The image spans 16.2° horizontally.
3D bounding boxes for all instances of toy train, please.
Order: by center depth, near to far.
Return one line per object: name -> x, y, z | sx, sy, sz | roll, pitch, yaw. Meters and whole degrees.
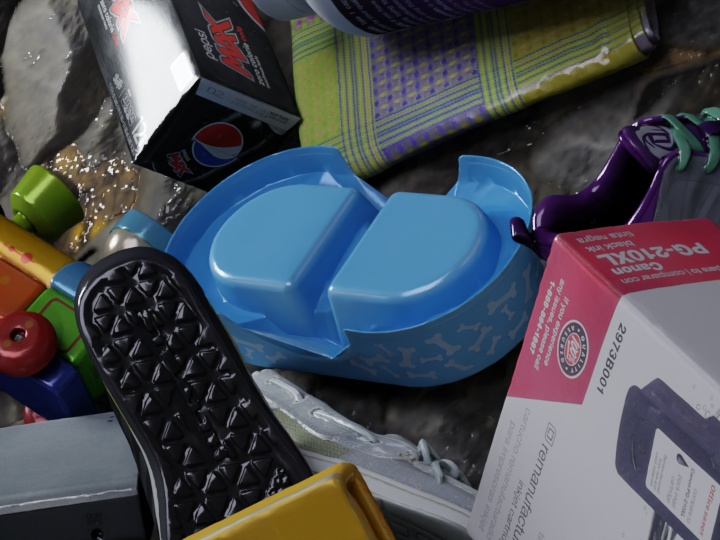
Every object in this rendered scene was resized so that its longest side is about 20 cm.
toy train -> -0.190, -0.009, 1.283 | 0.200, 0.085, 0.116 | 30, 67, 25

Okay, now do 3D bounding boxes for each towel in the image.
towel -> 0.055, -0.123, 1.252 | 0.200, 0.023, 0.144 | -24, 49, 22

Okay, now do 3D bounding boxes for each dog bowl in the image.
dog bowl -> 0.000, 0.000, 1.171 | 0.200, 0.050, 0.112 | 6, 50, 39

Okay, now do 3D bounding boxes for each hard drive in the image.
hard drive -> -0.192, 0.106, 1.159 | 0.199, 0.033, 0.140 | -9, 12, 1

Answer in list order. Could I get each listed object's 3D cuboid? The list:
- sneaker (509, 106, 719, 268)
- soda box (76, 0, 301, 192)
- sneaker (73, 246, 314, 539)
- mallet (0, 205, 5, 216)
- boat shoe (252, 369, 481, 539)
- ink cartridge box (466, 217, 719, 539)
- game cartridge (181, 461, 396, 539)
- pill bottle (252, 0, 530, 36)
sneaker -> 0.161, -0.047, 1.071 | 0.200, 0.088, 0.074 | -37, 45, 9
soda box -> -0.098, -0.130, 1.327 | 0.063, 0.071, 0.200 | -49, 41, 26
sneaker -> -0.061, 0.079, 1.076 | 0.072, 0.083, 0.200 | -21, 79, -4
mallet -> -0.224, 0.046, 1.331 | 0.066, 0.041, 0.200 | -20, 54, 26
boat shoe -> -0.002, 0.089, 1.109 | 0.065, 0.075, 0.202 | -45, 34, -24
ink cartridge box -> 0.139, 0.094, 0.940 | 0.200, 0.084, 0.145 | 47, 132, 44
game cartridge -> -0.049, 0.194, 1.017 | 0.200, 0.177, 0.032 | -26, 5, 19
pill bottle -> 0.038, -0.176, 1.205 | 0.200, 0.112, 0.113 | -9, 55, 32
